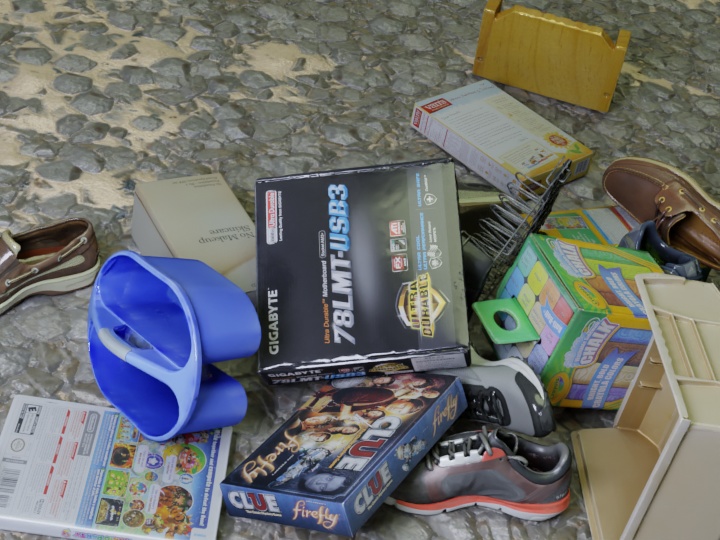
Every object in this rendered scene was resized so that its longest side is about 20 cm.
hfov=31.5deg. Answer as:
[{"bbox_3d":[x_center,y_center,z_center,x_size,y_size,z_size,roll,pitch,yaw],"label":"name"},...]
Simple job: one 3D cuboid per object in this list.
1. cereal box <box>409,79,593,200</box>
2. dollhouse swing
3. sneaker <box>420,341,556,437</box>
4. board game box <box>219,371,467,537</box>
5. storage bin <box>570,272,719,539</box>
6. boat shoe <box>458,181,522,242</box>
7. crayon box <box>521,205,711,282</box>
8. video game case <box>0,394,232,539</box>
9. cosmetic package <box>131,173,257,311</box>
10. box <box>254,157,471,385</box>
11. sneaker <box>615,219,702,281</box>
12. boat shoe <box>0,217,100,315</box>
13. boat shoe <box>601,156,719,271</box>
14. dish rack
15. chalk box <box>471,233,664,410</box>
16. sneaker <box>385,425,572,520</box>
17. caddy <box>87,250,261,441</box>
[{"bbox_3d":[0.180,-0.170,1.638,0.143,0.040,0.200,-22,48,-37],"label":"cereal box"},{"bbox_3d":[0.279,-0.342,1.795,0.198,0.182,0.177,17,57,8],"label":"dollhouse swing"},{"bbox_3d":[0.107,0.117,1.199,0.079,0.075,0.199,-30,27,-26],"label":"sneaker"},{"bbox_3d":[-0.011,0.153,1.123,0.134,0.035,0.200,1,27,35],"label":"board game box"},{"bbox_3d":[0.269,0.138,1.131,0.093,0.202,0.200,7,37,-8],"label":"storage bin"},{"bbox_3d":[0.085,-0.067,1.460,0.198,0.072,0.066,-1,28,-18],"label":"boat shoe"},{"bbox_3d":[0.282,-0.017,1.460,0.198,0.052,0.126,-5,40,-23],"label":"crayon box"},{"bbox_3d":[-0.216,0.175,1.099,0.198,0.018,0.144,9,37,-4],"label":"video game case"},{"bbox_3d":[-0.156,-0.011,1.312,0.103,0.074,0.200,-11,42,-28],"label":"cosmetic package"},{"bbox_3d":[0.000,0.000,1.203,0.196,0.050,0.202,-5,66,5],"label":"box"},{"bbox_3d":[0.333,0.033,1.329,0.073,0.081,0.200,-26,63,-34],"label":"sneaker"},{"bbox_3d":[-0.350,-0.007,1.248,0.201,0.075,0.075,-22,48,-37],"label":"boat shoe"},{"bbox_3d":[0.355,-0.063,1.439,0.199,0.073,0.067,35,40,23],"label":"boat shoe"},{"bbox_3d":[0.147,-0.033,1.327,0.054,0.154,0.200,35,62,11],"label":"dish rack"},{"bbox_3d":[0.208,0.051,1.259,0.198,0.125,0.125,7,35,-28],"label":"chalk box"},{"bbox_3d":[0.096,0.167,1.143,0.197,0.083,0.077,5,38,-7],"label":"sneaker"},{"bbox_3d":[-0.177,0.064,1.128,0.104,0.143,0.199,-1,20,-39],"label":"caddy"}]
